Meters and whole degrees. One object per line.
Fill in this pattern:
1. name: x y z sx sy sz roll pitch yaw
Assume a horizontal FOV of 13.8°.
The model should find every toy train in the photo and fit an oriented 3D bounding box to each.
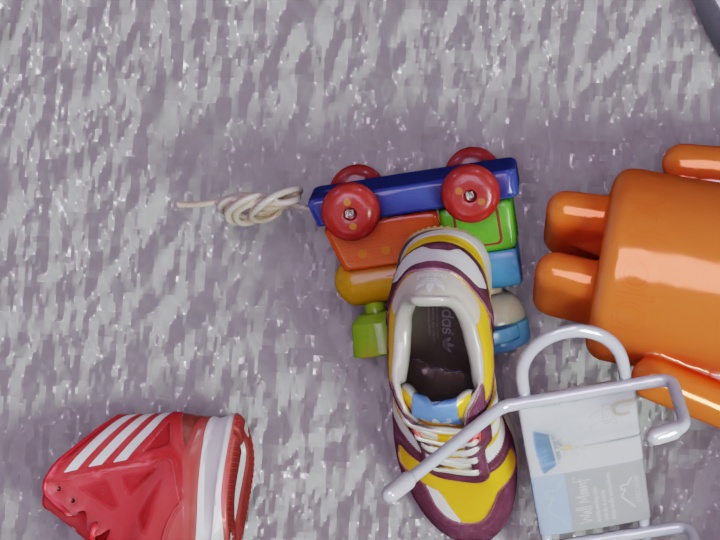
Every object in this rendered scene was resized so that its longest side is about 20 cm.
1. toy train: 0.000 0.000 1.753 0.200 0.085 0.116 -9 100 5

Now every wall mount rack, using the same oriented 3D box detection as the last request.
1. wall mount rack: 0.103 0.131 1.676 0.173 0.075 0.200 -11 127 1

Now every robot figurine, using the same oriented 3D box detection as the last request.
1. robot figurine: 0.201 0.007 1.715 0.200 0.144 0.117 9 123 4

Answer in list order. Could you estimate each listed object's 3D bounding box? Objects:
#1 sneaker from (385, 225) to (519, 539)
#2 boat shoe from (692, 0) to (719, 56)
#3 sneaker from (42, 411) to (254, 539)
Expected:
1. sneaker: 0.047 0.080 1.699 0.075 0.090 0.200 -5 115 12
2. boat shoe: 0.267 -0.111 1.749 0.065 0.074 0.200 -36 94 -5
3. sneaker: -0.133 0.175 1.739 0.115 0.078 0.200 4 61 14
